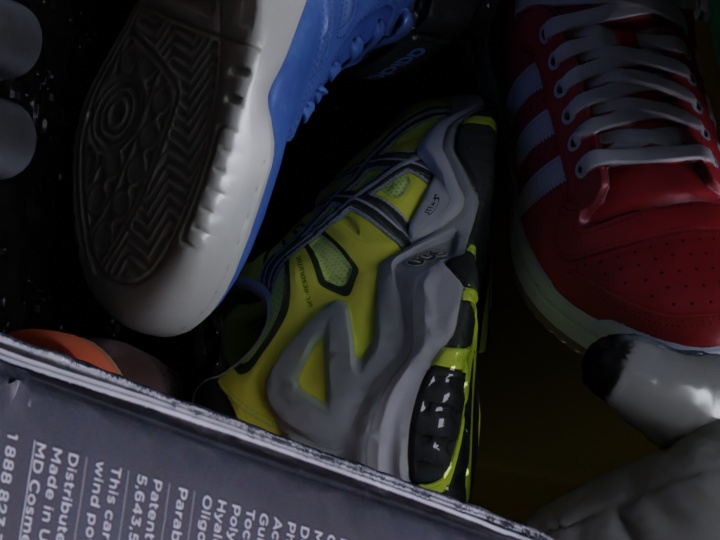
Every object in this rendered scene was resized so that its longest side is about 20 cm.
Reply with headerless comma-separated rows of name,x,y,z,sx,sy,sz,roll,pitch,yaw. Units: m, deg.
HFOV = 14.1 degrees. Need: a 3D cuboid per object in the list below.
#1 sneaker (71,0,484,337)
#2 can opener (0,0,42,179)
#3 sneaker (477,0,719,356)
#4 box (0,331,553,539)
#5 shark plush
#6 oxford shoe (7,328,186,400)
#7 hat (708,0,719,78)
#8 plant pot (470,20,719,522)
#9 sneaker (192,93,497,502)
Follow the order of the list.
sneaker,-0.013,-0.065,0.835,0.111,0.077,0.200,26,61,-40
can opener,-0.150,-0.057,0.683,0.200,0.067,0.054,16,75,-66
sneaker,0.078,-0.059,0.842,0.200,0.071,0.113,-110,-158,-54
box,-0.097,0.089,0.614,0.196,0.200,0.124,22,73,-50
shark plush,0.128,0.067,0.781,0.199,0.083,0.091,-10,56,-17
oxford shoe,-0.063,0.117,0.769,0.072,0.071,0.201,6,83,-58
hat,0.129,-0.032,0.801,0.200,0.165,0.177,1,110,-62
plant pot,0.128,0.054,0.935,0.176,0.200,0.200,-49,124,-28
sneaker,0.000,0.000,0.838,0.200,0.076,0.076,-75,165,-66
